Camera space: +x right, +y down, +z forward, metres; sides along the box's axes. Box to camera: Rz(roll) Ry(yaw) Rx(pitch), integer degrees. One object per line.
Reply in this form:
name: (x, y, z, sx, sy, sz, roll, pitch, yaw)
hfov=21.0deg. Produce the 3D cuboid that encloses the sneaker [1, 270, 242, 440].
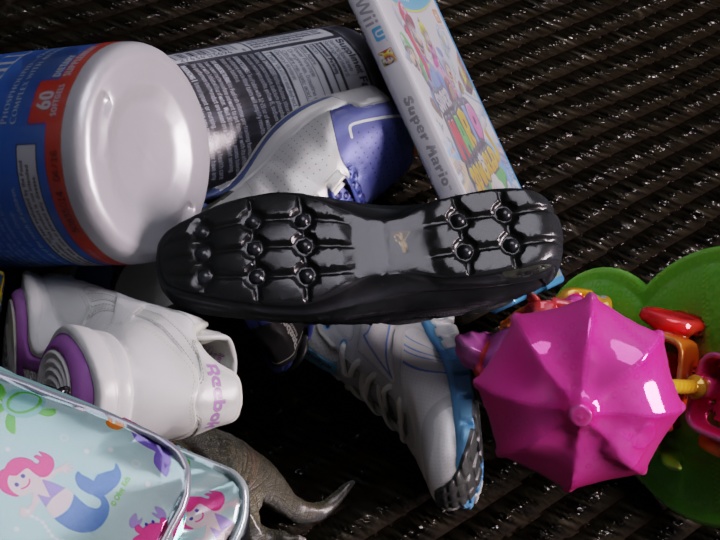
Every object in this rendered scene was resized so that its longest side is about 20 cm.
sneaker: (-0.120, 0.048, 0.951, 0.099, 0.075, 0.200, 0, 12, -22)

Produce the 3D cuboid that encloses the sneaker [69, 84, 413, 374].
sneaker: (-0.044, -0.005, 1.036, 0.199, 0.081, 0.115, -32, 50, -14)

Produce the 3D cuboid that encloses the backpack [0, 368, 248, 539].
backpack: (-0.161, 0.120, 0.754, 0.200, 0.151, 0.178, 23, 65, 9)

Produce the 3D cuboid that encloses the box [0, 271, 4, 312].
box: (-0.281, 0.028, 0.955, 0.200, 0.070, 0.064, 9, 42, -8)

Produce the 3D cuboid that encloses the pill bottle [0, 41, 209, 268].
pill bottle: (-0.188, -0.056, 1.004, 0.200, 0.112, 0.112, -2, 30, 30)

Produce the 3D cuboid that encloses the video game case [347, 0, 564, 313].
video game case: (0.055, -0.076, 1.102, 0.200, 0.018, 0.143, 65, 17, 3)

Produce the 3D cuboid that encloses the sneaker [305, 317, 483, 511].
sneaker: (0.015, 0.054, 1.042, 0.086, 0.075, 0.200, -7, 41, -6)

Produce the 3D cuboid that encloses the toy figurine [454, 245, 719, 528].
toy figurine: (0.120, 0.049, 0.978, 0.200, 0.150, 0.184, 22, 11, 41)

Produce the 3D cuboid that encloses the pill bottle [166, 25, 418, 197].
pill bottle: (-0.048, -0.085, 1.141, 0.200, 0.106, 0.106, -14, 48, -34)

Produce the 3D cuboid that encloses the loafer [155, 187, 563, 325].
loafer: (0.000, 0.000, 0.957, 0.200, 0.070, 0.068, -4, 66, -4)

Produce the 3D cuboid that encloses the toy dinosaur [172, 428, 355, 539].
toy dinosaur: (-0.082, 0.111, 0.924, 0.200, 0.077, 0.102, -22, 65, -33)
